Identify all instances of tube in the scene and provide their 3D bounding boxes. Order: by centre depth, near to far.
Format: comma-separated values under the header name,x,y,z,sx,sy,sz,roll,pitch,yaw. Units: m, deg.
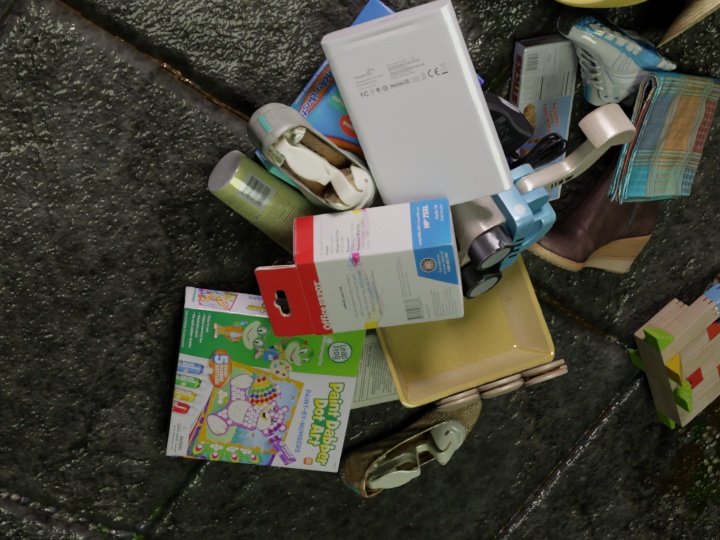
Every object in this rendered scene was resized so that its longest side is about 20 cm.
name,x,y,z,sx,sy,sz,roll,pitch,yaw
tube,-0.068,-0.049,1.545,0.199,0.058,0.052,35,65,-30

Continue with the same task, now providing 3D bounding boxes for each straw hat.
name,x,y,z,sx,sy,sz,roll,pitch,yaw
straw hat,0.376,-0.327,1.587,0.200,0.201,0.085,-33,91,-4

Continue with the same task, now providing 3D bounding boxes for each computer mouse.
name,x,y,z,sx,sy,sz,roll,pitch,yaw
computer mouse,0.117,-0.131,1.579,0.140,0.046,0.199,-34,152,26

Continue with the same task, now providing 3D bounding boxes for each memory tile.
name,x,y,z,sx,sy,sz,roll,pitch,yaw
memory tile,0.158,0.131,1.688,0.152,0.017,0.200,-19,174,3

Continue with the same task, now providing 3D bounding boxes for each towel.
name,x,y,z,sx,sy,sz,roll,pitch,yaw
towel,0.345,-0.148,1.675,0.199,0.022,0.148,-7,115,-55

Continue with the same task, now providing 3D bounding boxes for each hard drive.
name,x,y,z,sx,sy,sz,roll,pitch,yaw
hard drive,0.057,-0.154,1.466,0.131,0.026,0.201,-13,118,18

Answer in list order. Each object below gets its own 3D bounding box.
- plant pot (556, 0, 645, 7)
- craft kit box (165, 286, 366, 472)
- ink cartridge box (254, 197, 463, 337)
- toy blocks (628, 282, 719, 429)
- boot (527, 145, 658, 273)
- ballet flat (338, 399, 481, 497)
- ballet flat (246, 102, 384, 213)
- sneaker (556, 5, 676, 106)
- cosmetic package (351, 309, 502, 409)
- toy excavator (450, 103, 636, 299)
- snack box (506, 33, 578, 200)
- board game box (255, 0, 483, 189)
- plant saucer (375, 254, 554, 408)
name,x,y,z,sx,sy,sz,roll,pitch,yaw
plant pot,0.276,-0.355,1.457,0.188,0.201,0.202,-7,126,-42
craft kit box,-0.105,0.122,1.630,0.196,0.049,0.201,5,121,-10
ink cartridge box,0.000,0.000,1.519,0.198,0.068,0.117,-7,138,6
toy blocks,0.432,0.101,1.932,0.136,0.100,0.201,-38,132,-15
boot,0.272,-0.085,1.720,0.199,0.072,0.168,6,110,-42
ballet flat,0.071,0.220,1.824,0.199,0.065,0.071,-29,131,-9
ballet flat,-0.034,-0.094,1.485,0.067,0.064,0.200,-47,131,10
sneaker,0.260,-0.218,1.594,0.199,0.075,0.087,16,117,-50
cosmetic package,0.067,0.082,1.719,0.198,0.071,0.106,-8,125,-24
toy excavator,0.179,-0.084,1.577,0.199,0.100,0.195,-27,160,-20
snack box,0.195,-0.162,1.649,0.071,0.024,0.201,-13,127,-23
board game box,0.010,-0.157,1.537,0.152,0.045,0.200,27,107,-39
plant saucer,0.092,0.035,1.651,0.198,0.202,0.048,-16,171,-24
